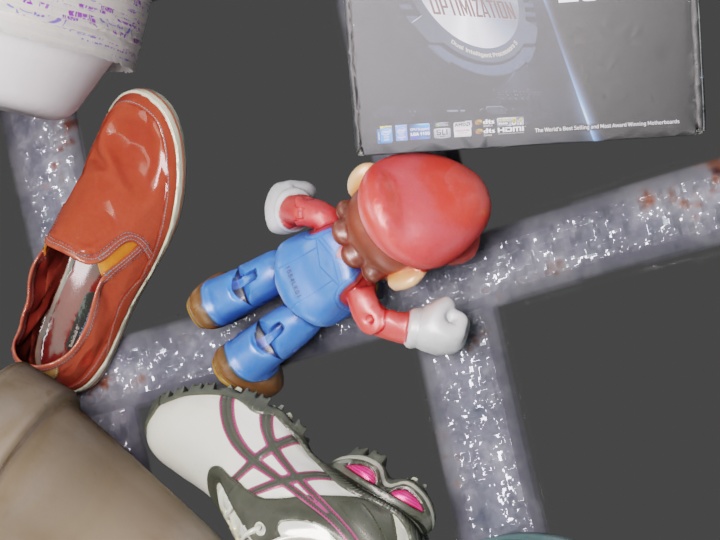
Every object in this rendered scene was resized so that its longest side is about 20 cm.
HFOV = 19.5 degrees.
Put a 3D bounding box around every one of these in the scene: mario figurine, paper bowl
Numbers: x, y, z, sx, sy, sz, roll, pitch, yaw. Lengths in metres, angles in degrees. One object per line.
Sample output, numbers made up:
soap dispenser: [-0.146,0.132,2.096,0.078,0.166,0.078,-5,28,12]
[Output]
mario figurine: [0.000,0.000,1.251,0.200,0.106,0.124,-31,111,29]
paper bowl: [-0.232,-0.155,1.281,0.200,0.200,0.105,12,90,24]

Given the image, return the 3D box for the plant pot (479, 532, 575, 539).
plant pot: [0.073,0.247,1.153,0.199,0.134,0.201,-2,84,23]

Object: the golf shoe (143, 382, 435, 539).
golf shoe: [-0.055,0.131,1.232,0.199,0.088,0.077,21,138,25]

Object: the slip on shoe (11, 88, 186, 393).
slip on shoe: [-0.165,-0.019,1.318,0.074,0.061,0.201,23,94,25]

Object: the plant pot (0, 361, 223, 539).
plant pot: [-0.176,0.182,1.250,0.173,0.200,0.201,27,97,7]

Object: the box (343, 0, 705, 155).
box: [0.091,-0.151,1.183,0.199,0.044,0.161,-2,99,9]
